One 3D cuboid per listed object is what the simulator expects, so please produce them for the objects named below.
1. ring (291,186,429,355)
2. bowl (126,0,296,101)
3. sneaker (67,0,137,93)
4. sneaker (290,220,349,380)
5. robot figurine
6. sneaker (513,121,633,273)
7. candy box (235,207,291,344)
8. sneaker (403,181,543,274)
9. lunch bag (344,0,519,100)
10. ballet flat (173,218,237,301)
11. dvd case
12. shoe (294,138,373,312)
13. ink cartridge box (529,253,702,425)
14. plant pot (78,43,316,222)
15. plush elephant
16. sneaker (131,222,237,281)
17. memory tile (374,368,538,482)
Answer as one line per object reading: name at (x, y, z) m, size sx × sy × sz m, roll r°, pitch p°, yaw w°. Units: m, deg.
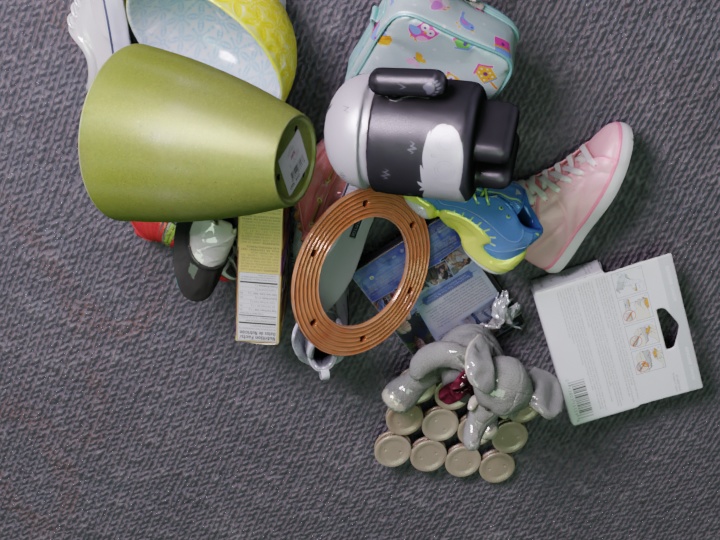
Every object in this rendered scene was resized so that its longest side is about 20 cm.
ring at (0.000, 0.000, 1.250) m, size 0.199 × 0.019 × 0.202 m, roll -19°, pitch 121°, yaw -34°
bowl at (-0.139, -0.267, 1.183) m, size 0.200 × 0.200 × 0.108 m, roll 42°, pitch 65°, yaw -16°
sneaker at (-0.288, -0.281, 1.207) m, size 0.070 × 0.073 × 0.202 m, roll -4°, pitch 114°, yaw -2°
sneaker at (-0.046, 0.030, 1.322) m, size 0.074 × 0.115 × 0.202 m, roll -3°, pitch 114°, yaw 1°
robot figurine at (0.062, -0.139, 1.132) m, size 0.198 × 0.125 × 0.152 m, roll 8°, pitch 110°, yaw 14°
sneaker at (0.231, -0.096, 1.289) m, size 0.104 × 0.076 × 0.201 m, roll 22°, pitch 116°, yaw -15°
candy box at (-0.112, -0.029, 1.295) m, size 0.056 × 0.117 × 0.202 m, roll 5°, pitch 114°, yaw -1°
sneaker at (0.126, -0.087, 1.240) m, size 0.200 × 0.076 × 0.105 m, roll 40°, pitch 130°, yaw -17°
lunch bag at (0.069, -0.222, 1.187) m, size 0.159 × 0.078 × 0.200 m, roll 25°, pitch 145°, yaw -10°
ballet flat at (-0.170, -0.067, 1.250) m, size 0.067 × 0.068 × 0.202 m, roll 12°, pitch 76°, yaw -33°
dvd case at (0.096, 0.032, 1.356) m, size 0.142 × 0.018 × 0.200 m, roll -32°, pitch 121°, yaw 10°
shoe at (-0.045, -0.051, 1.272) m, size 0.091 × 0.071 × 0.202 m, roll 27°, pitch 96°, yaw 33°
ink cartridge box at (0.321, 0.081, 1.386) m, size 0.172 × 0.044 × 0.202 m, roll -17°, pitch 112°, yaw 6°
plant pot at (-0.152, -0.128, 1.135) m, size 0.198 × 0.187 × 0.189 m, roll 11°, pitch 116°, yaw 22°
plush elephant at (0.148, 0.140, 1.314) m, size 0.164 × 0.155 × 0.201 m, roll 26°, pitch 108°, yaw -19°
sneaker at (-0.225, -0.057, 1.319) m, size 0.200 × 0.077 × 0.085 m, roll 44°, pitch 127°, yaw -16°
memory tile at (0.127, 0.202, 1.439) m, size 0.198 × 0.017 × 0.155 m, roll 12°, pitch 115°, yaw -13°
